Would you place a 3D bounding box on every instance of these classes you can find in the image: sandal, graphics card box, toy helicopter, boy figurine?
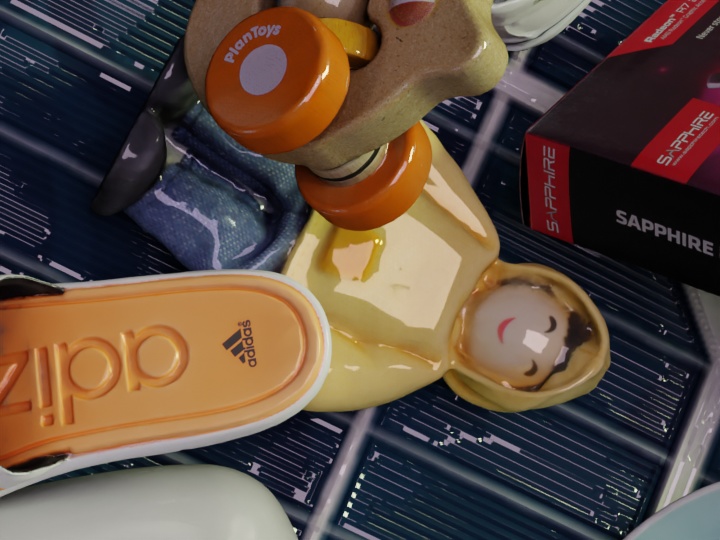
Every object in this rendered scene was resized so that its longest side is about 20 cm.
[{"bbox_3d":[-0.114,0.032,0.700,0.206,0.059,0.079,-13,74,5],"label":"sandal"},{"bbox_3d":[0.172,-0.035,0.742,0.200,0.051,0.125,23,47,31],"label":"graphics card box"},{"bbox_3d":[0.025,-0.118,0.698,0.200,0.079,0.132,-35,54,12],"label":"toy helicopter"},{"bbox_3d":[0.000,0.000,0.763,0.200,0.064,0.125,32,73,-6],"label":"boy figurine"}]

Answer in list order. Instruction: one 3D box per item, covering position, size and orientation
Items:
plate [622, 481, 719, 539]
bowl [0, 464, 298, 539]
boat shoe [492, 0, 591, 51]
[{"bbox_3d":[0.166,0.173,0.769,0.200,0.026,0.201,-2,82,19],"label":"plate"},{"bbox_3d":[-0.093,0.171,0.710,0.199,0.075,0.201,-13,85,-17],"label":"bowl"},{"bbox_3d":[0.107,-0.165,0.776,0.073,0.067,0.200,35,96,6],"label":"boat shoe"}]
